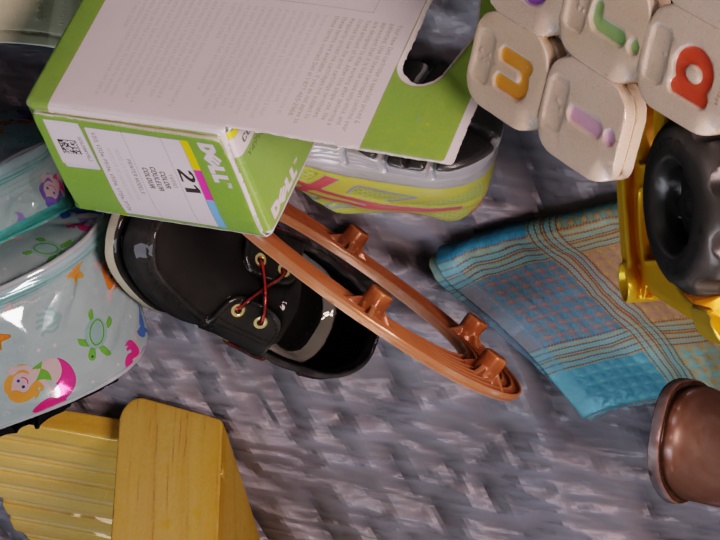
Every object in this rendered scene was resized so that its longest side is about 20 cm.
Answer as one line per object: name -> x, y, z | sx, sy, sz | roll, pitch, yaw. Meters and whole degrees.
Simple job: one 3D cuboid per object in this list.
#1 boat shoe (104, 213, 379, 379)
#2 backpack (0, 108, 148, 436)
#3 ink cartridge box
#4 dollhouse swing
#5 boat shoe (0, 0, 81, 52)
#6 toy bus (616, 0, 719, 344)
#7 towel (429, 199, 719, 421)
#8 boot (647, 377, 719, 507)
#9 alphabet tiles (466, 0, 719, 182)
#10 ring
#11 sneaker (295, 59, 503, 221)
boat shoe -> -0.057, 0.004, 1.294 | 0.063, 0.074, 0.201 | 20, 173, 35
backpack -> -0.204, 0.008, 1.297 | 0.200, 0.177, 0.151 | -129, 21, -63
ink cartridge box -> -0.023, -0.091, 1.104 | 0.200, 0.148, 0.076 | 9, 146, 22
dollhouse swing -> -0.158, 0.195, 1.606 | 0.176, 0.182, 0.200 | -4, 143, 5
boat shoe -> -0.184, -0.144, 1.166 | 0.199, 0.075, 0.066 | 6, -175, -44
toy bus -> 0.162, -0.074, 1.018 | 0.136, 0.200, 0.192 | -4, -174, -16
towel -> 0.147, 0.017, 1.269 | 0.200, 0.022, 0.147 | -14, 133, 45
boot -> 0.261, 0.102, 1.245 | 0.200, 0.064, 0.186 | 7, 173, 31
alphabet tiles -> 0.091, -0.141, 0.943 | 0.196, 0.015, 0.200 | 39, 124, 47
ring -> 0.000, 0.000, 1.243 | 0.200, 0.019, 0.200 | 35, -173, -5
sneaker -> -0.026, -0.065, 1.216 | 0.200, 0.078, 0.090 | 18, 157, 17
